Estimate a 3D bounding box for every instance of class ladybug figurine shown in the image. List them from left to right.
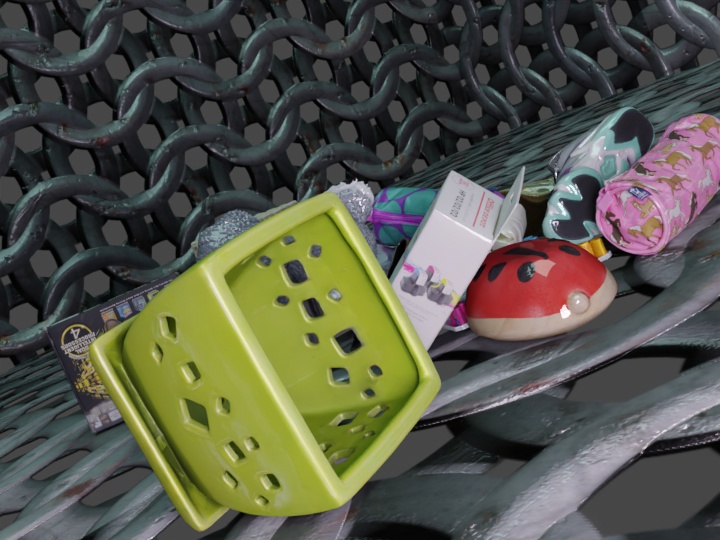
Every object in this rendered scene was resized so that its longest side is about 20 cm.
[{"bbox_3d":[0.165,0.014,0.876,0.136,0.072,0.200,-25,8,-13],"label":"ladybug figurine"}]

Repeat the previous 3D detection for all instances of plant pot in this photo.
[{"bbox_3d":[-0.082,0.079,0.739,0.181,0.200,0.199,-27,5,33],"label":"plant pot"}]

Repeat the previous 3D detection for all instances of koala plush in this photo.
[{"bbox_3d":[-0.066,-0.008,1.063,0.200,0.178,0.184,-14,-33,33],"label":"koala plush"}]

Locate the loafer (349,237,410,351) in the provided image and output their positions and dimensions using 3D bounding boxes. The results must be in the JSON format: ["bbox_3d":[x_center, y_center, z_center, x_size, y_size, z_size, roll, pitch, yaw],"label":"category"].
[{"bbox_3d":[0.030,0.033,1.054,0.072,0.063,0.200,-28,15,39],"label":"loafer"}]

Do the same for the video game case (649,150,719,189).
[{"bbox_3d":[0.373,-0.118,1.170,0.182,0.022,0.200,4,24,38],"label":"video game case"}]

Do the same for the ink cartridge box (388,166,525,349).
[{"bbox_3d":[0.084,-0.020,0.916,0.200,0.068,0.115,-61,1,28],"label":"ink cartridge box"}]

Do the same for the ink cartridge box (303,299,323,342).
[{"bbox_3d":[-0.118,0.072,1.258,0.146,0.084,0.200,-15,11,41],"label":"ink cartridge box"}]

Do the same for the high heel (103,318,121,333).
[{"bbox_3d":[-0.262,0.122,1.124,0.071,0.143,0.200,-28,9,-31],"label":"high heel"}]

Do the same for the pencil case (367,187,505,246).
[{"bbox_3d":[0.103,-0.067,1.204,0.092,0.085,0.200,-5,8,-41],"label":"pencil case"}]

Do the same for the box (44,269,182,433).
[{"bbox_3d":[-0.310,0.111,1.275,0.200,0.162,0.049,-23,7,-4],"label":"box"}]

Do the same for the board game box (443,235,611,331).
[{"bbox_3d":[0.163,0.009,1.081,0.200,0.026,0.200,-25,8,-12],"label":"board game box"}]

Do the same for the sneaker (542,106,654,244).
[{"bbox_3d":[0.252,-0.094,1.078,0.200,0.078,0.140,-49,9,-22],"label":"sneaker"}]

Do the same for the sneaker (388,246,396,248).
[{"bbox_3d":[0.062,-0.005,1.309,0.200,0.076,0.114,-24,7,39],"label":"sneaker"}]

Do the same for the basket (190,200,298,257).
[{"bbox_3d":[-0.221,-0.033,1.978,0.200,0.161,0.198,-15,11,39],"label":"basket"}]

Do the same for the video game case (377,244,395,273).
[{"bbox_3d":[0.000,0.000,1.212,0.143,0.019,0.200,-25,26,-38],"label":"video game case"}]

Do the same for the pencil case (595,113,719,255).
[{"bbox_3d":[0.335,-0.097,0.996,0.083,0.087,0.200,8,35,44],"label":"pencil case"}]

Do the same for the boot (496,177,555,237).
[{"bbox_3d":[0.292,-0.111,1.337,0.200,0.072,0.155,-5,20,45],"label":"boot"}]

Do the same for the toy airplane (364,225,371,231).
[{"bbox_3d":[-0.069,0.001,1.505,0.199,0.141,0.200,-13,-28,0],"label":"toy airplane"}]

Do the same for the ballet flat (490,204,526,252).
[{"bbox_3d":[0.141,-0.025,1.069,0.200,0.070,0.069,-23,6,-34],"label":"ballet flat"}]
